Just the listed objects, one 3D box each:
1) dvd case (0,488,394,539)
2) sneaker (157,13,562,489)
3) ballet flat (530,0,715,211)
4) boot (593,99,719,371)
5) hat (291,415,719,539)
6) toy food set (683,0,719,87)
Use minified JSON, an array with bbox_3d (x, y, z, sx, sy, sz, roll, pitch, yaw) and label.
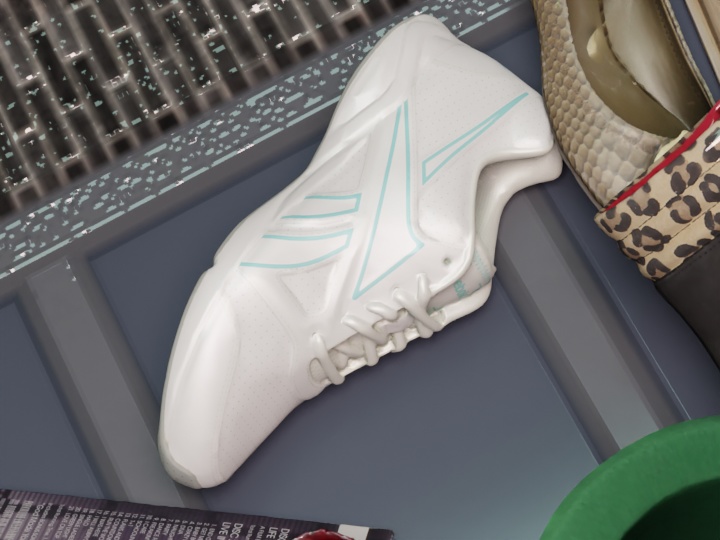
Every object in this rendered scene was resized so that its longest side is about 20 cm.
[{"bbox_3d":[-0.098,0.127,0.773,0.199,0.016,0.149,4,31,10],"label":"dvd case"},{"bbox_3d":[0.000,0.000,0.829,0.080,0.070,0.201,31,75,17],"label":"sneaker"},{"bbox_3d":[0.096,-0.091,0.852,0.067,0.046,0.201,2,57,-33],"label":"ballet flat"},{"bbox_3d":[0.192,-0.018,0.771,0.200,0.073,0.151,-40,90,4],"label":"boot"},{"bbox_3d":[0.095,0.145,0.718,0.165,0.176,0.201,-5,68,-20],"label":"hat"},{"bbox_3d":[0.192,-0.125,0.852,0.143,0.060,0.201,-19,65,2],"label":"toy food set"}]
